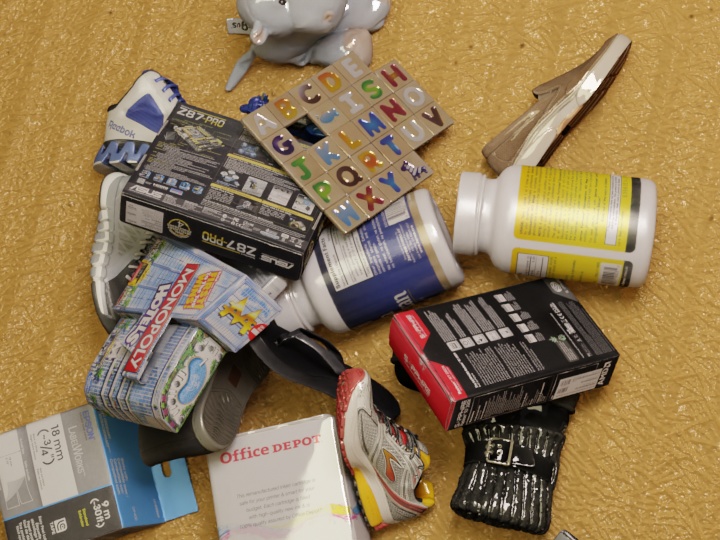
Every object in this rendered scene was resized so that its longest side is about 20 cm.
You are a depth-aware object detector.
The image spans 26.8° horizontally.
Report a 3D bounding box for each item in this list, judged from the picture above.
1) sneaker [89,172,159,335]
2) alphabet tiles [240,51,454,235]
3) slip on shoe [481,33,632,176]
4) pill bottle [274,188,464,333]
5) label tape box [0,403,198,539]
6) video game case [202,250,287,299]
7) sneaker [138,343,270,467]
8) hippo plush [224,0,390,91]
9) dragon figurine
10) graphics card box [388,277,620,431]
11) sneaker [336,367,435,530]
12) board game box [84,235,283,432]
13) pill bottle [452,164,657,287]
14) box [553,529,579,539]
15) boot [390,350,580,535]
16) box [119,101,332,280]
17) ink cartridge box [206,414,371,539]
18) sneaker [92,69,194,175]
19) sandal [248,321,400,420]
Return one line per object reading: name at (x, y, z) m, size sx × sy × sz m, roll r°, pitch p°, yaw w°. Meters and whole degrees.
sneaker at (-0.232, -0.026, 1.673) m, size 0.115 × 0.075 × 0.201 m, roll -7°, pitch 64°, yaw 10°
alphabet tiles at (0.000, -0.146, 1.602) m, size 0.200 × 0.008 × 0.167 m, roll -35°, pitch 75°, yaw -30°
slip on shoe at (0.210, -0.179, 1.615) m, size 0.061 × 0.076 × 0.200 m, roll 40°, pitch 96°, yaw 12°
pill bottle at (0.000, 0.000, 1.604) m, size 0.199 × 0.111 × 0.111 m, roll -22°, pitch 73°, yaw 8°
label tape box at (-0.294, 0.222, 1.649) m, size 0.199 × 0.063 × 0.145 m, roll -20°, pitch 74°, yaw 9°
video game case at (-0.179, 0.037, 1.624) m, size 0.182 × 0.023 × 0.200 m, roll -47°, pitch 33°, yaw 0°
sneaker at (-0.168, 0.120, 1.609) m, size 0.106 × 0.075 × 0.200 m, roll -20°, pitch 27°, yaw 31°
hippo plush at (-0.076, -0.304, 1.665) m, size 0.199 × 0.161 × 0.160 m, roll -3°, pitch 77°, yaw 13°
dragon figurine at (-0.030, -0.167, 1.655) m, size 0.199 × 0.099 × 0.059 m, roll -7°, pitch 76°, yaw 12°
graphics card box at (0.143, 0.079, 1.512) m, size 0.199 × 0.051 × 0.126 m, roll -14°, pitch 48°, yaw -25°
sneaker at (0.025, 0.174, 1.533) m, size 0.082 × 0.201 × 0.078 m, roll -14°, pitch 38°, yaw 7°
board game box at (-0.179, 0.058, 1.525) m, size 0.199 × 0.062 × 0.200 m, roll 3°, pitch 57°, yaw 51°
pill bottle at (0.198, -0.049, 1.552) m, size 0.199 × 0.112 × 0.113 m, roll 7°, pitch 79°, yaw 6°
box at (0.201, 0.385, 1.502) m, size 0.160 × 0.044 × 0.200 m, roll 40°, pitch 89°, yaw 19°
boot at (0.111, 0.172, 1.553) m, size 0.210 × 0.079 × 0.158 m, roll 16°, pitch 82°, yaw 16°
box at (-0.130, -0.086, 1.578) m, size 0.199 × 0.049 × 0.162 m, roll 18°, pitch 49°, yaw 5°
ink cartridge box at (-0.068, 0.265, 1.573) m, size 0.147 × 0.086 × 0.201 m, roll -13°, pitch 73°, yaw 12°
sneaker at (-0.209, -0.172, 1.710) m, size 0.198 × 0.081 × 0.116 m, roll -3°, pitch 79°, yaw 15°
sandal at (-0.035, 0.094, 1.564) m, size 0.043 × 0.200 × 0.076 m, roll -50°, pitch 31°, yaw 18°
